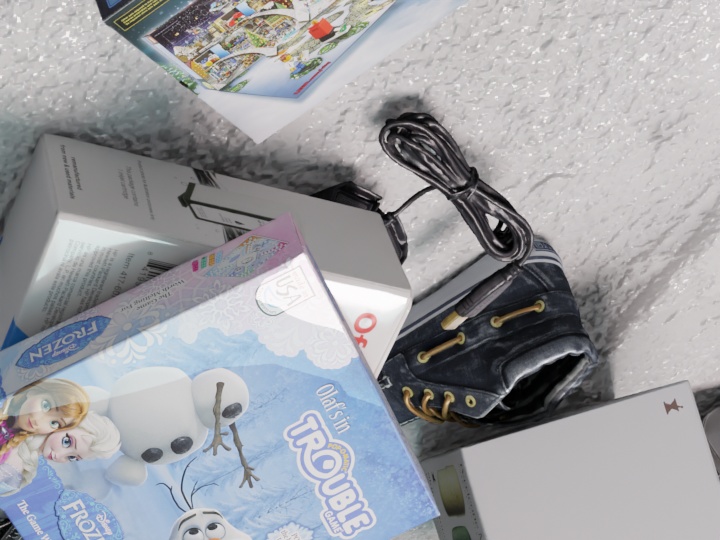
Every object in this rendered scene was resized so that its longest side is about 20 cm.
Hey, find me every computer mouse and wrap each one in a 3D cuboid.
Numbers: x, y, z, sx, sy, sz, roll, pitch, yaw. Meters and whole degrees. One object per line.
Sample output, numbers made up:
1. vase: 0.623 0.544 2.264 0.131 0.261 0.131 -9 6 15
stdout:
1. computer mouse: 0.000 0.000 1.235 0.200 0.046 0.140 -42 124 16

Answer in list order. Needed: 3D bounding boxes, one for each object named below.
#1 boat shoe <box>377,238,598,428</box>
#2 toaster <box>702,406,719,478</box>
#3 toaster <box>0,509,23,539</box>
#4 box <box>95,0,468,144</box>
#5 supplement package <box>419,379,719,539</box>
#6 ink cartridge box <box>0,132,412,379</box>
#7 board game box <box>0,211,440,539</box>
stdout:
1. boat shoe: 0.052 0.070 1.323 0.200 0.091 0.071 -38 141 22
2. toaster: 0.299 0.206 1.533 0.118 0.200 0.181 -15 145 -25
3. toaster: -0.171 0.110 1.229 0.200 0.129 0.114 7 135 -34
4. box: -0.013 -0.156 1.044 0.200 0.038 0.137 -33 143 15
5. supplement package: 0.139 0.168 1.378 0.150 0.152 0.200 -16 174 -8
6. ink cartridge box: -0.094 0.027 1.149 0.200 0.084 0.146 13 120 -23
7. board game box: -0.084 0.094 1.117 0.199 0.043 0.200 -26 127 1
